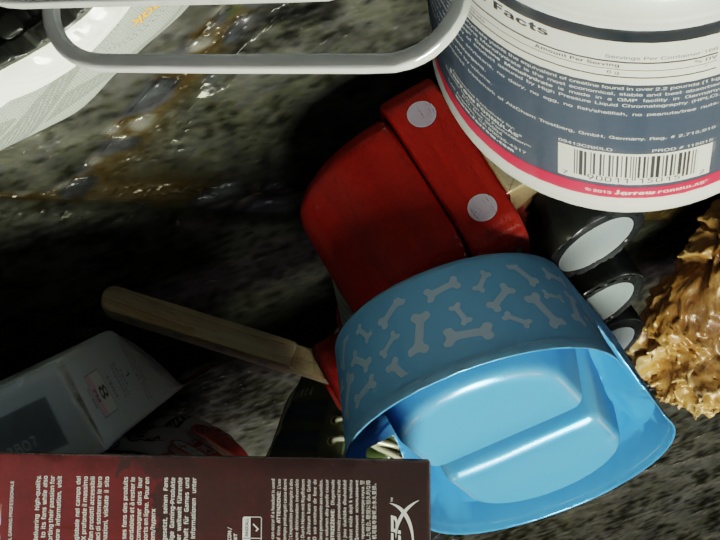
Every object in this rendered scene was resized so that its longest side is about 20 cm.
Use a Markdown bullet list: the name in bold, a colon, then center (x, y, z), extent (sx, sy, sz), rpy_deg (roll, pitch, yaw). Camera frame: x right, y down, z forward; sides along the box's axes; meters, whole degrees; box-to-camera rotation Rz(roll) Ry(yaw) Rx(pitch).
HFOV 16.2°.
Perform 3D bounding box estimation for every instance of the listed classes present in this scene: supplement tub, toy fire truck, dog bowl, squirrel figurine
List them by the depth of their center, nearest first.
- **supplement tub**: center (0.087, -0.117, 0.807), extent (0.140, 0.141, 0.200), rpy_deg (-19, 157, -4)
- **dog bowl**: center (0.055, 0.049, 1.007), extent (0.111, 0.050, 0.200), rpy_deg (-24, 156, 11)
- **toy fire truck**: center (0.000, 0.000, 1.048), extent (0.199, 0.129, 0.176), rpy_deg (-29, 157, -7)
- **squirrel figurine**: center (0.223, 0.015, 1.267), extent (0.199, 0.142, 0.187), rpy_deg (8, 157, -24)

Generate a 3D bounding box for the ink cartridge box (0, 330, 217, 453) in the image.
- **ink cartridge box**: center (-0.163, 0.074, 1.123), extent (0.162, 0.057, 0.200), rpy_deg (-26, -174, 13)

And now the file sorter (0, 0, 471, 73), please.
- **file sorter**: center (-0.060, -0.137, 0.597), extent (0.138, 0.125, 0.200), rpy_deg (2, 166, 24)

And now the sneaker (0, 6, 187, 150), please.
- **sneaker**: center (-0.136, -0.060, 0.835), extent (0.200, 0.074, 0.079), rpy_deg (-30, 161, 19)

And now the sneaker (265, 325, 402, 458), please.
- **sneaker**: center (-0.004, 0.078, 1.143), extent (0.067, 0.200, 0.090), rpy_deg (27, 121, -9)

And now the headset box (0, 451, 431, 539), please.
- **headset box**: center (-0.076, 0.123, 0.981), extent (0.199, 0.078, 0.149), rpy_deg (0, 162, -4)

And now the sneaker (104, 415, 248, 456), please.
- **sneaker**: center (-0.087, 0.109, 1.166), extent (0.108, 0.068, 0.201), rpy_deg (-21, -169, -27)
